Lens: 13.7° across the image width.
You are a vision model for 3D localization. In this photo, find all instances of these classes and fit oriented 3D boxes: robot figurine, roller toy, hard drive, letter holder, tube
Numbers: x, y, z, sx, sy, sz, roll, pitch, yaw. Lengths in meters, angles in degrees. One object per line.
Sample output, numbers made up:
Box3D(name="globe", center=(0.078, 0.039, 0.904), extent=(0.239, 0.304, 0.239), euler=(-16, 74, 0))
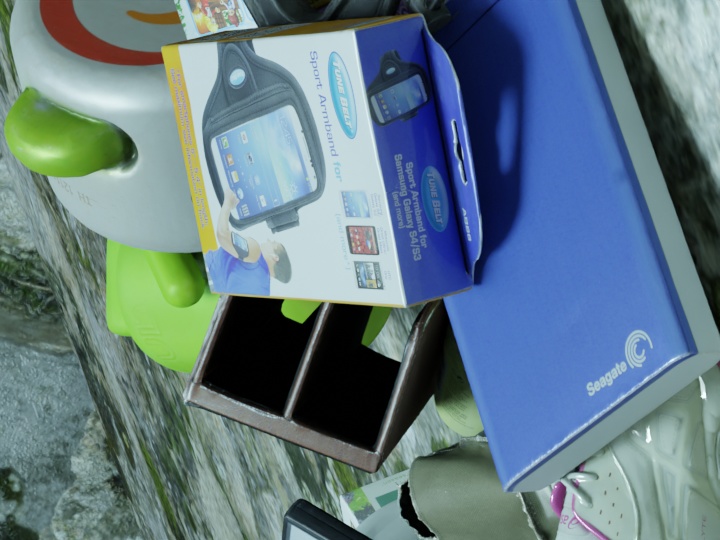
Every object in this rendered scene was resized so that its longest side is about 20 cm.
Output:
Box3D(name="robot figurine", center=(-0.062, 0.003, 1.749), extent=(0.200, 0.175, 0.116), euler=(-2, 84, 45))
Box3D(name="roller toy", center=(-0.091, -0.105, 1.658), extent=(0.182, 0.200, 0.140), euler=(-95, -4, -48))
Box3D(name="hard drive", center=(0.074, -0.026, 1.238), extent=(0.132, 0.025, 0.200), euler=(-42, 57, 46))
Box3D(name="letter holder", center=(0.000, 0.000, 1.494), extent=(0.200, 0.101, 0.142), euler=(-43, -27, -77))
Box3D(name="tube", center=(0.071, 0.017, 1.469), extent=(0.058, 0.052, 0.200), euler=(27, 150, 12))

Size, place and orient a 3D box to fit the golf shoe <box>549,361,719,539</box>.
Box3D(name="golf shoe", center=(0.116, 0.074, 1.255), extent=(0.075, 0.091, 0.200), euler=(158, 93, -79))

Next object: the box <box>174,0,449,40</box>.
Box3D(name="box", center=(-0.016, -0.155, 1.367), extent=(0.200, 0.039, 0.137), euler=(-11, 100, 48))

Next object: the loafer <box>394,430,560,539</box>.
Box3D(name="loafer", center=(0.064, 0.115, 1.440), extent=(0.200, 0.070, 0.075), euler=(149, 100, -78))

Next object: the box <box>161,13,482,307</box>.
Box3D(name="box", center=(-0.016, -0.047, 1.296), extent=(0.200, 0.041, 0.119), euler=(3, 106, 61))

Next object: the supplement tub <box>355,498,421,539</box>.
Box3D(name="supplement tub", center=(0.063, 0.230, 1.658), extent=(0.123, 0.123, 0.200), euler=(-130, 24, -57))

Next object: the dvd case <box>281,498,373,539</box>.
Box3D(name="dvd case", center=(0.041, 0.210, 1.544), extent=(0.200, 0.018, 0.143), euler=(30, 143, 19))

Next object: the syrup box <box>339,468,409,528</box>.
Box3D(name="syrup box", center=(0.049, 0.212, 1.792), extent=(0.081, 0.079, 0.200), euler=(-123, 18, -48))

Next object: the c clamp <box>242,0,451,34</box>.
Box3D(name="c clamp", center=(-0.020, -0.170, 1.307), extent=(0.200, 0.027, 0.171), euler=(56, 145, 21))
